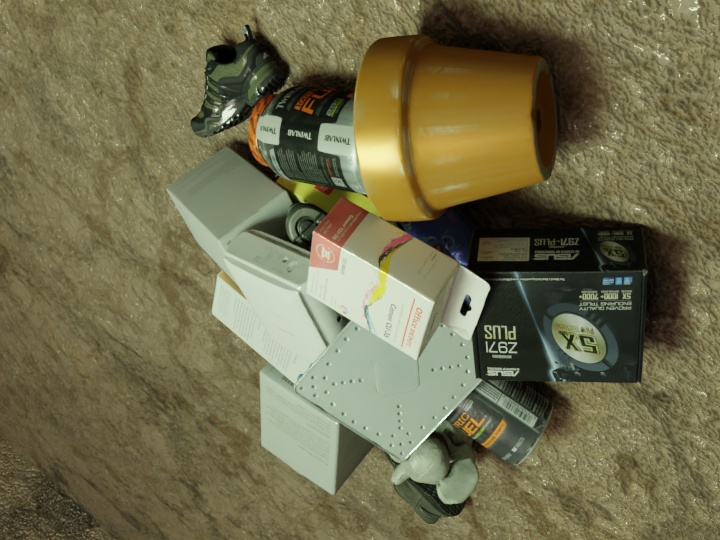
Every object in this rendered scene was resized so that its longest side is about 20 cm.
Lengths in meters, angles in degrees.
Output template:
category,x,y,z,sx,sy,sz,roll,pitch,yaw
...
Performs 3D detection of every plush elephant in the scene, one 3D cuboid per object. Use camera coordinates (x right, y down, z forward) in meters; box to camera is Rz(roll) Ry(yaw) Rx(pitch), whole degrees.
category,x,y,z,sx,sy,sz,roll,pitch,yaw
plush elephant,0.106,0.273,1.352,0.165,0.155,0.200,47,143,-1

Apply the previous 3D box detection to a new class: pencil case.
category,x,y,z,sx,sy,sz,roll,pitch,yaw
pencil case,0.121,-0.037,1.127,0.201,0.078,0.087,50,142,-4

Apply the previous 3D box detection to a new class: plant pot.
category,x,y,z,sx,sy,sz,roll,pitch,yaw
plant pot,0.113,-0.157,0.953,0.179,0.201,0.204,0,125,25

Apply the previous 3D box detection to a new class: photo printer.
category,x,y,z,sx,sy,sz,roll,pitch,yaw
photo printer,-0.083,0.050,1.175,0.164,0.070,0.202,23,151,38

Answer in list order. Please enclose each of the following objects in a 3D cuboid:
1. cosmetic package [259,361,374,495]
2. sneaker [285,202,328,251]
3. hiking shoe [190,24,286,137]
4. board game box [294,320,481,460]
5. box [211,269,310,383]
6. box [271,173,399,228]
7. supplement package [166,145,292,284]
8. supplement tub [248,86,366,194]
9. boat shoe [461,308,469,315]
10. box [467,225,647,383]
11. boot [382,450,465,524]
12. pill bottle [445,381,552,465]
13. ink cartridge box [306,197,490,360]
category,x,y,z,sx,sy,sz,roll,pitch,yaw
cosmetic package,-0.057,0.221,1.458,0.163,0.165,0.203,29,139,22
sneaker,-0.026,-0.018,1.179,0.201,0.075,0.079,51,179,-21
hiking shoe,-0.186,-0.264,1.242,0.198,0.075,0.102,-27,95,42
board game box,0.046,0.129,1.137,0.198,0.026,0.201,35,107,-23
box,-0.108,0.053,1.368,0.199,0.152,0.107,37,144,11
box,-0.033,-0.087,1.207,0.199,0.050,0.076,32,166,39
supplement package,-0.176,-0.073,1.284,0.199,0.120,0.121,39,160,48
supplement tub,-0.044,-0.170,1.132,0.197,0.123,0.125,13,132,35
boat shoe,0.122,0.082,1.175,0.195,0.073,0.063,-3,155,6
box,0.228,0.041,1.026,0.195,0.087,0.167,0,127,13
boot,0.084,0.363,1.534,0.201,0.068,0.131,49,149,0
pill bottle,0.161,0.174,1.232,0.198,0.107,0.107,34,142,3
ink cartridge box,0.039,0.020,0.996,0.197,0.068,0.118,29,144,14
